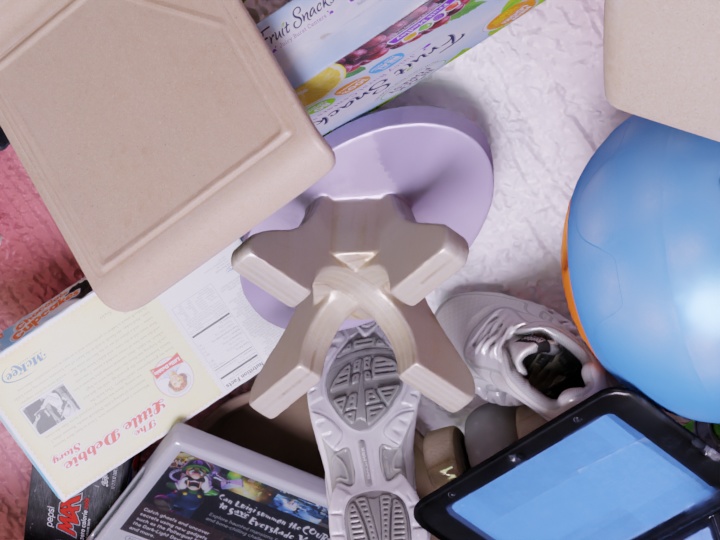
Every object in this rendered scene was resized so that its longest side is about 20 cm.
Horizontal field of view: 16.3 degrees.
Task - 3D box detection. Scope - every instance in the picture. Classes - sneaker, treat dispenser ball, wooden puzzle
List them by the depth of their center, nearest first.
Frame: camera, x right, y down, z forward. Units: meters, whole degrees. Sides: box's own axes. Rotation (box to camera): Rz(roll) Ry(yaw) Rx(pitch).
[{"bbox_3d":[-0.128,-0.101,1.476,0.185,0.037,0.200,-34,87,29],"label":"wooden puzzle"},{"bbox_3d":[0.219,-0.009,1.495,0.200,0.201,0.202,6,124,9],"label":"treat dispenser ball"},{"bbox_3d":[0.107,0.054,1.588,0.081,0.200,0.075,38,84,-41],"label":"sneaker"},{"bbox_3d":[0.003,0.129,1.664,0.078,0.201,0.099,1,154,-2],"label":"sneaker"}]

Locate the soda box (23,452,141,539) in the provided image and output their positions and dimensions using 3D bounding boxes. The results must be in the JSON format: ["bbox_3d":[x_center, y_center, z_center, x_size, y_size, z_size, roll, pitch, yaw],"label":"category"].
[{"bbox_3d":[-0.198,0.159,1.789,0.070,0.063,0.201,14,124,4],"label":"soda box"}]

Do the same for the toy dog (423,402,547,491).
[{"bbox_3d":[0.112,0.143,1.705,0.131,0.097,0.200,1,136,6],"label":"toy dog"}]

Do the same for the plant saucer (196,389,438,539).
[{"bbox_3d":[-0.029,0.156,1.768,0.199,0.030,0.201,6,123,9],"label":"plant saucer"}]

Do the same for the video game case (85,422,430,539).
[{"bbox_3d":[-0.081,0.197,1.747,0.199,0.023,0.182,23,131,-19],"label":"video game case"}]

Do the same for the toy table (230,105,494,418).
[{"bbox_3d":[0.000,0.000,1.569,0.183,0.117,0.200,24,128,-18],"label":"toy table"}]

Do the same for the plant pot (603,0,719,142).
[{"bbox_3d":[0.232,-0.176,1.395,0.199,0.200,0.177,17,130,2],"label":"plant pot"}]

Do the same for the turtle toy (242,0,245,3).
[{"bbox_3d":[-0.138,-0.153,1.548,0.146,0.101,0.200,41,122,-14],"label":"turtle toy"}]

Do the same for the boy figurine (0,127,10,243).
[{"bbox_3d":[-0.300,-0.042,1.683,0.124,0.065,0.200,32,125,-9],"label":"boy figurine"}]

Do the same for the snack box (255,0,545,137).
[{"bbox_3d":[-0.004,-0.135,1.504,0.200,0.142,0.053,-31,80,29],"label":"snack box"}]

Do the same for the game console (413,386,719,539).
[{"bbox_3d":[0.152,0.189,1.530,0.116,0.176,0.200,5,151,-42],"label":"game console"}]

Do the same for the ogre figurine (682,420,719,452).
[{"bbox_3d":[0.236,0.156,1.657,0.119,0.099,0.200,-8,159,21],"label":"ogre figurine"}]

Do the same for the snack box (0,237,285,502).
[{"bbox_3d":[-0.149,0.052,1.671,0.200,0.037,0.116,-33,113,-1],"label":"snack box"}]
